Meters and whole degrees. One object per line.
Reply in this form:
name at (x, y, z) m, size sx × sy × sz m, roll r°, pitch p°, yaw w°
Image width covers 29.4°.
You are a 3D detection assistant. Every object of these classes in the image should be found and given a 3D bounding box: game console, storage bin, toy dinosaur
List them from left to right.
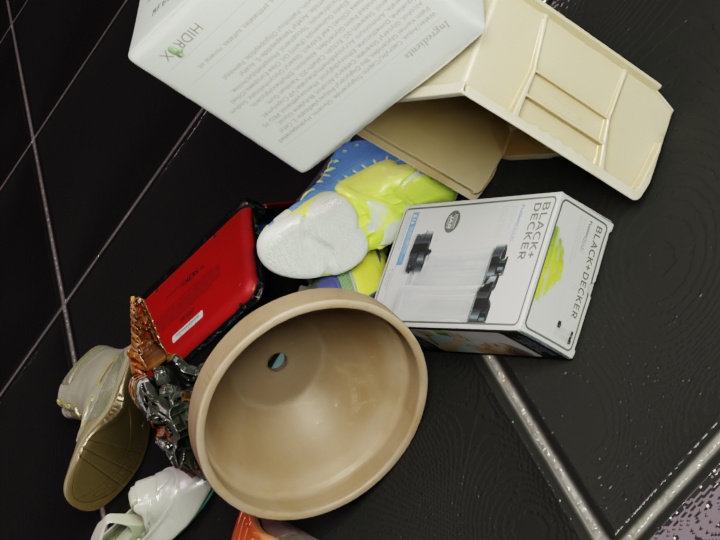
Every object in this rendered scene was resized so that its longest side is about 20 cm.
toy dinosaur at (-0.176, 0.119, 1.271) m, size 0.135 × 0.200 × 0.102 m, roll 19°, pitch 66°, yaw 47°
game console at (-0.129, 0.026, 1.378) m, size 0.200 × 0.118 × 0.173 m, roll -40°, pitch 42°, yaw 32°
storage bin at (0.103, -0.129, 1.068) m, size 0.199 × 0.198 × 0.094 m, roll 4°, pitch 70°, yaw 57°

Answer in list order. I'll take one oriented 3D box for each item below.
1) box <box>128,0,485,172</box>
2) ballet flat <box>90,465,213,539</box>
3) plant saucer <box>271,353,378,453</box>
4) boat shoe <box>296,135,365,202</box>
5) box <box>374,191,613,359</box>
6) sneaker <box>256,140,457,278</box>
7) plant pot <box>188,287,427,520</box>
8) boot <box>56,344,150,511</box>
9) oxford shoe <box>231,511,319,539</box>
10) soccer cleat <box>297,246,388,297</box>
box at (-0.036, -0.225, 0.996) m, size 0.200 × 0.171 × 0.200 m, roll -34°, pitch 39°, yaw 34°
ballet flat at (-0.218, 0.250, 1.376) m, size 0.200 × 0.069 × 0.070 m, roll -48°, pitch 34°, yaw 21°
plant saucer at (-0.039, 0.117, 1.245) m, size 0.200 × 0.036 × 0.201 m, roll -36°, pitch 39°, yaw 37°
boat shoe at (0.001, -0.136, 1.318) m, size 0.201 × 0.062 × 0.075 m, roll -62°, pitch 1°, yaw 24°
box at (0.100, 0.004, 1.105) m, size 0.199 × 0.060 × 0.117 m, roll 1°, pitch 67°, yaw 56°
sneaker at (-0.015, -0.059, 1.216) m, size 0.105 × 0.199 × 0.076 m, roll 41°, pitch 144°, yaw 50°
plant pot at (-0.053, 0.095, 1.118) m, size 0.202 × 0.200 × 0.093 m, roll -57°, pitch 35°, yaw 8°
boot at (-0.299, 0.172, 1.548) m, size 0.154 × 0.072 × 0.201 m, roll -6°, pitch 57°, yaw 53°
oxford shoe at (-0.071, 0.247, 1.171) m, size 0.200 × 0.072 × 0.072 m, roll -156°, pitch 81°, yaw -76°
soccer cleat at (0.000, 0.001, 1.248) m, size 0.201 × 0.083 × 0.065 m, roll -63°, pitch -3°, yaw -48°
